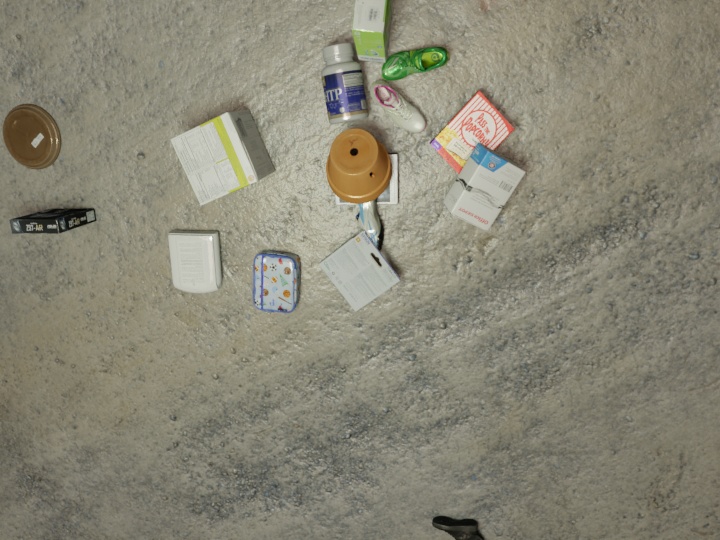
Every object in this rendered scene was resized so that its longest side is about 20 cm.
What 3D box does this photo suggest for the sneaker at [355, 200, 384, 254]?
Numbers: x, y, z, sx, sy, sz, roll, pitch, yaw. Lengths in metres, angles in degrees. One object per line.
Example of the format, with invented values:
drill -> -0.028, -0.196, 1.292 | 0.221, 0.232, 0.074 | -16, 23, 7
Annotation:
sneaker -> 0.027, -0.142, 1.676 | 0.071, 0.072, 0.204 | -1, 120, 22

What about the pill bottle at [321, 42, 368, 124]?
pill bottle -> -0.049, -0.528, 1.556 | 0.117, 0.120, 0.205 | -8, 104, 9

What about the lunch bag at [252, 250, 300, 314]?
lunch bag -> -0.275, 0.040, 1.767 | 0.156, 0.076, 0.205 | 7, 105, 7

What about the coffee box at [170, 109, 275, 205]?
coffee box -> -0.397, -0.334, 1.609 | 0.194, 0.200, 0.203 | -20, 103, 12

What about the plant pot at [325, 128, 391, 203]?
plant pot -> -0.011, -0.309, 1.563 | 0.195, 0.140, 0.205 | -1, 78, 6

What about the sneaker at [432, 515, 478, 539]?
sneaker -> 0.351, 0.942, 1.953 | 0.195, 0.060, 0.107 | 3, 102, 2

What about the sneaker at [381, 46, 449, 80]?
sneaker -> 0.150, -0.587, 1.535 | 0.196, 0.084, 0.076 | -13, 104, 11

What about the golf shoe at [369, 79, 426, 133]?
golf shoe -> 0.105, -0.465, 1.572 | 0.199, 0.092, 0.076 | 37, 105, -6

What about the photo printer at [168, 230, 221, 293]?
photo printer -> -0.533, -0.026, 1.779 | 0.162, 0.070, 0.205 | 1, 106, 6

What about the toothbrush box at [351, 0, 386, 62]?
toothbrush box -> 0.034, -0.663, 1.451 | 0.084, 0.200, 0.149 | 7, 90, 3

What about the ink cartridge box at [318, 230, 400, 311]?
ink cartridge box -> 0.000, 0.000, 1.725 | 0.199, 0.043, 0.198 | -34, 98, 24

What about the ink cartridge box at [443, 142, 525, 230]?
ink cartridge box -> 0.352, -0.239, 1.579 | 0.142, 0.085, 0.202 | 21, 113, -23

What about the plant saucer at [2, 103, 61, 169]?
plant saucer -> -1.055, -0.425, 1.750 | 0.195, 0.030, 0.205 | 1, 105, 5

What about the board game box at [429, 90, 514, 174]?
board game box -> 0.321, -0.390, 1.590 | 0.151, 0.046, 0.200 | 42, 106, -6

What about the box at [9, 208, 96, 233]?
box -> -0.960, -0.157, 1.724 | 0.156, 0.200, 0.045 | 1, 106, 7

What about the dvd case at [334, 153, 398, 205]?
dvd case -> 0.017, -0.277, 1.669 | 0.195, 0.025, 0.154 | 0, 105, 6
